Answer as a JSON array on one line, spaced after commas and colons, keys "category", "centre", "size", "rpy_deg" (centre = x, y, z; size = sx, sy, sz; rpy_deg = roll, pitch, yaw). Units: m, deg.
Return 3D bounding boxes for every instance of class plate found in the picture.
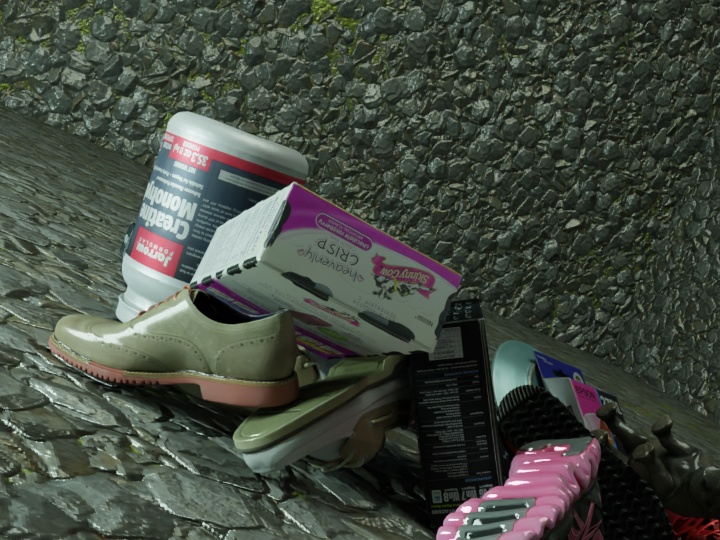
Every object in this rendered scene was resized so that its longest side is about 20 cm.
[{"category": "plate", "centre": [0.201, 0.156, 0.996], "size": [0.200, 0.025, 0.202], "rpy_deg": [37, 35, -32]}]

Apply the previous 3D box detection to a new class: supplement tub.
[{"category": "supplement tub", "centre": [-0.141, -0.035, 0.939], "size": [0.139, 0.202, 0.140], "rpy_deg": [19, 4, -1]}]

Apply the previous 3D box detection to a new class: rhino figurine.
[{"category": "rhino figurine", "centre": [0.266, 0.171, 0.839], "size": [0.088, 0.060, 0.200], "rpy_deg": [52, -11, -12]}]

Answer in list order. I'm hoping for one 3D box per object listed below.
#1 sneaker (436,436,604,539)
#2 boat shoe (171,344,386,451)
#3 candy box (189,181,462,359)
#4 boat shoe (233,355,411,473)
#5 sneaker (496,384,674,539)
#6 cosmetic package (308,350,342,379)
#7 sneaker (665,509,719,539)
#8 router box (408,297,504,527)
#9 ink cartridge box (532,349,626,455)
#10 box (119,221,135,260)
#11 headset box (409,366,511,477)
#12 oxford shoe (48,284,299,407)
[{"category": "sneaker", "centre": [0.119, 0.185, 0.671], "size": [0.078, 0.097, 0.199], "rpy_deg": [-7, 9, 36]}, {"category": "boat shoe", "centre": [-0.061, 0.093, 0.817], "size": [0.198, 0.066, 0.072], "rpy_deg": [24, 5, -13]}, {"category": "candy box", "centre": [-0.034, 0.009, 0.726], "size": [0.135, 0.062, 0.200], "rpy_deg": [28, -15, -18]}, {"category": "boat shoe", "centre": [-0.014, 0.114, 0.741], "size": [0.074, 0.069, 0.199], "rpy_deg": [-10, 7, 36]}, {"category": "sneaker", "centre": [0.193, 0.188, 0.863], "size": [0.200, 0.070, 0.090], "rpy_deg": [50, -9, 16]}, {"category": "cosmetic package", "centre": [-0.042, 0.068, 0.960], "size": [0.083, 0.051, 0.200], "rpy_deg": [48, 17, 3]}, {"category": "sneaker", "centre": [0.301, 0.229, 0.858], "size": [0.115, 0.079, 0.200], "rpy_deg": [33, 9, -35]}, {"category": "router box", "centre": [0.079, 0.107, 0.820], "size": [0.061, 0.152, 0.200], "rpy_deg": [-8, 1, 6]}, {"category": "ink cartridge box", "centre": [0.232, 0.169, 0.971], "size": [0.094, 0.037, 0.202], "rpy_deg": [23, 42, -43]}, {"category": "box", "centre": [-0.188, 0.011, 1.200], "size": [0.192, 0.048, 0.200], "rpy_deg": [26, 4, -20]}, {"category": "headset box", "centre": [0.091, 0.134, 1.087], "size": [0.198, 0.076, 0.149], "rpy_deg": [26, 6, 11]}, {"category": "oxford shoe", "centre": [-0.135, 0.044, 0.724], "size": [0.198, 0.076, 0.070], "rpy_deg": [7, 12, 14]}]
